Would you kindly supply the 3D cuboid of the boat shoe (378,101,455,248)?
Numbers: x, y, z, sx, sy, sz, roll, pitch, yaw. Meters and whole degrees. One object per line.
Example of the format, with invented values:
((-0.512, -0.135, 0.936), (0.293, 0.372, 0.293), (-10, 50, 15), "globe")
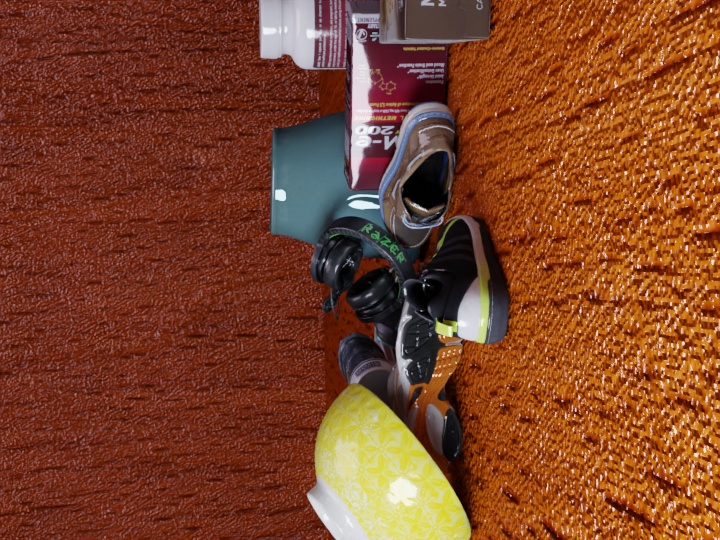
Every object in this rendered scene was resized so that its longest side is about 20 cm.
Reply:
((0.061, -0.084, 1.240), (0.201, 0.071, 0.073), (96, 170, -49), "boat shoe")

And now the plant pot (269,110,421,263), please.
((-0.022, -0.112, 1.446), (0.200, 0.186, 0.202), (-178, 90, -85), "plant pot")

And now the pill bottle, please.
((-0.022, -0.300, 1.384), (0.113, 0.198, 0.114), (179, 90, -84), "pill bottle")

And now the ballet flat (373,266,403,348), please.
((0.049, 0.035, 1.458), (0.200, 0.072, 0.074), (-93, 3, -72), "ballet flat")

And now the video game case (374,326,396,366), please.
((0.039, 0.183, 1.770), (0.200, 0.018, 0.145), (-105, 14, -67), "video game case")

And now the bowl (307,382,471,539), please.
((0.011, 0.228, 1.177), (0.200, 0.107, 0.201), (48, 164, 19), "bowl")

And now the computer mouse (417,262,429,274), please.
((0.068, 0.073, 1.328), (0.200, 0.046, 0.142), (102, 165, -66), "computer mouse")

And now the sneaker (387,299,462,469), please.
((0.056, 0.104, 1.207), (0.092, 0.075, 0.202), (-155, 63, -63), "sneaker")

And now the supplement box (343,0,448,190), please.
((0.038, -0.192, 1.271), (0.061, 0.108, 0.202), (-104, 13, -63), "supplement box")

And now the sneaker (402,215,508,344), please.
((0.077, 0.002, 1.040), (0.200, 0.082, 0.072), (-105, 15, -67), "sneaker")

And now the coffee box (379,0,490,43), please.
((0.067, -0.275, 1.095), (0.200, 0.079, 0.116), (-122, 32, -79), "coffee box")

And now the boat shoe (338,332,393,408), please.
((0.035, 0.163, 1.330), (0.091, 0.070, 0.201), (-118, 5, -58), "boat shoe")

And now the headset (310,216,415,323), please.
((0.000, 0.000, 1.370), (0.094, 0.123, 0.200), (-49, 1, -35), "headset")
